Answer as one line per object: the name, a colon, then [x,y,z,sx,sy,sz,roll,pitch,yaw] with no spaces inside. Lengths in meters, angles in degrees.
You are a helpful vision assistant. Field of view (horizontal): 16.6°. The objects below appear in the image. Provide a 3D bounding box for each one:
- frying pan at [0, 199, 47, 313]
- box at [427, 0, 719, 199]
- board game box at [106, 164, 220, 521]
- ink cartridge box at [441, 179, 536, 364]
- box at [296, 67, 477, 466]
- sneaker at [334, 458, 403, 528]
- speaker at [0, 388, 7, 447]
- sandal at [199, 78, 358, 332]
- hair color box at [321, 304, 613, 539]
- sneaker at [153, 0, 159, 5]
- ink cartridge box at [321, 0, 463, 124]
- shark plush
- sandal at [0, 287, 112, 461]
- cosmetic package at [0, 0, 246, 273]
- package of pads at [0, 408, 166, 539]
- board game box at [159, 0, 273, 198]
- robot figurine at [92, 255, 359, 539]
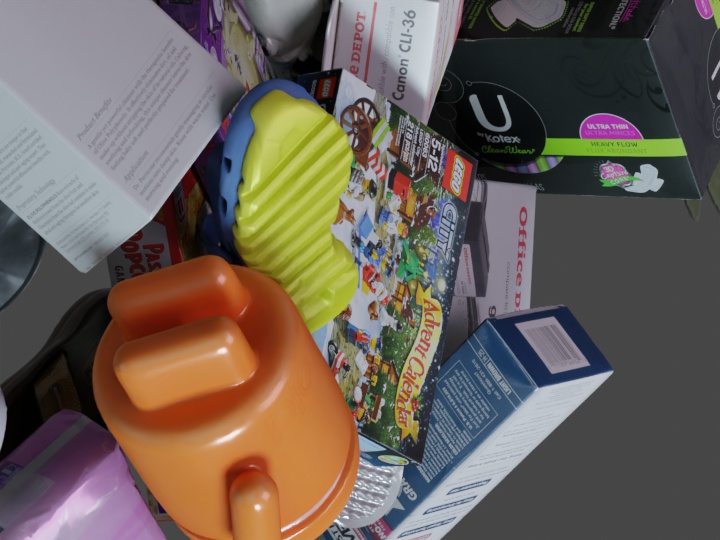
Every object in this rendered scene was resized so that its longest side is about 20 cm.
frying pan: [-0.177,-0.024,1.303,0.189,0.031,0.115,-24,136,-33]
box: [0.150,-0.144,1.714,0.125,0.199,0.149,-59,138,-36]
board game box: [-0.101,0.022,1.424,0.152,0.046,0.201,-70,153,-69]
ink cartridge box: [0.035,0.008,1.654,0.200,0.083,0.146,2,91,-58]
box: [0.000,0.000,1.464,0.136,0.038,0.201,30,64,-43]
sneaker: [-0.026,0.058,1.532,0.078,0.079,0.201,-15,97,-17]
speaker: [-0.260,0.051,1.194,0.200,0.081,0.082,36,63,-54]
sandal: [-0.054,-0.038,1.312,0.079,0.087,0.200,-35,155,-20]
hair color box: [0.062,0.110,1.610,0.100,0.200,0.061,-7,55,-54]
sneaker: [-0.141,-0.119,1.375,0.200,0.077,0.085,-57,143,-37]
ink cartridge box: [0.023,-0.157,1.557,0.200,0.067,0.117,-70,170,-51]
shark plush: [-0.052,-0.179,1.505,0.091,0.083,0.200,-40,142,-4]
sandal: [-0.161,0.087,1.375,0.200,0.054,0.082,-54,137,-42]
cosmetic package: [-0.169,-0.111,1.233,0.200,0.085,0.108,43,53,-10]
package of pads: [-0.186,0.181,1.283,0.200,0.075,0.121,-43,126,-26]
board game box: [-0.079,-0.103,1.405,0.200,0.032,0.121,69,22,-62]
robot figurine: [-0.067,0.077,1.281,0.117,0.144,0.200,-47,144,-16]
